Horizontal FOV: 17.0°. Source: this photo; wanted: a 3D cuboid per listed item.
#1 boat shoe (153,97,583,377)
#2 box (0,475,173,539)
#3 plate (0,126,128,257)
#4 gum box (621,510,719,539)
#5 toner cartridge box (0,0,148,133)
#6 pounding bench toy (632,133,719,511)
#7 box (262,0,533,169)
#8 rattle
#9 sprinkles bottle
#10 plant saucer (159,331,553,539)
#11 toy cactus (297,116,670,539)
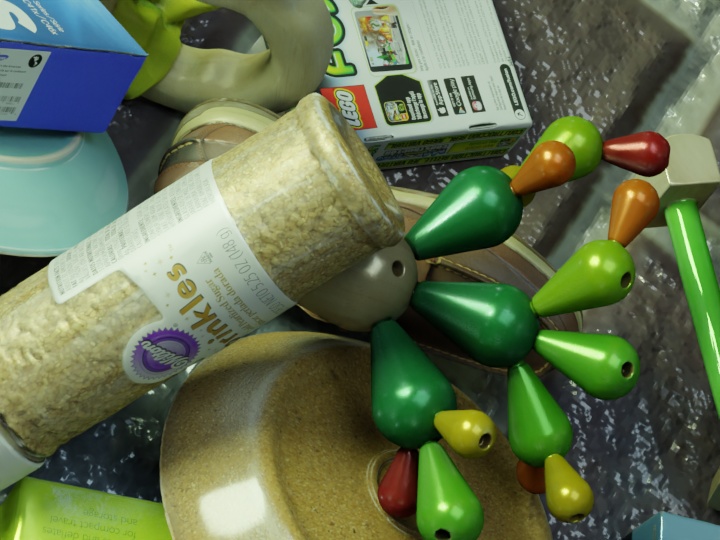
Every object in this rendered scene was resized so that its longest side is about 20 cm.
[{"bbox_3d":[0.000,-0.001,1.050,0.200,0.072,0.068,27,40,-1],"label":"boat shoe"},{"bbox_3d":[-0.095,0.190,0.945,0.122,0.048,0.201,13,62,-15],"label":"box"},{"bbox_3d":[-0.179,-0.078,0.987,0.200,0.026,0.200,27,25,-14],"label":"plate"},{"bbox_3d":[0.207,0.212,1.055,0.199,0.045,0.170,16,61,-15],"label":"gum box"},{"bbox_3d":[-0.183,-0.137,1.006,0.095,0.043,0.200,2,39,-52],"label":"toner cartridge box"},{"bbox_3d":[0.205,0.037,1.085,0.199,0.124,0.156,17,60,2],"label":"pounding bench toy"},{"bbox_3d":[0.001,-0.146,1.147,0.110,0.035,0.201,-7,69,-24],"label":"box"},{"bbox_3d":[-0.044,-0.154,1.036,0.130,0.200,0.143,37,58,-2],"label":"rattle"},{"bbox_3d":[-0.082,0.010,0.937,0.200,0.068,0.068,-32,78,8],"label":"sprinkles bottle"},{"bbox_3d":[0.012,0.101,0.997,0.200,0.035,0.201,24,43,-24],"label":"plant saucer"},{"bbox_3d":[0.036,0.014,0.985,0.165,0.102,0.201,19,76,5],"label":"toy cactus"}]
